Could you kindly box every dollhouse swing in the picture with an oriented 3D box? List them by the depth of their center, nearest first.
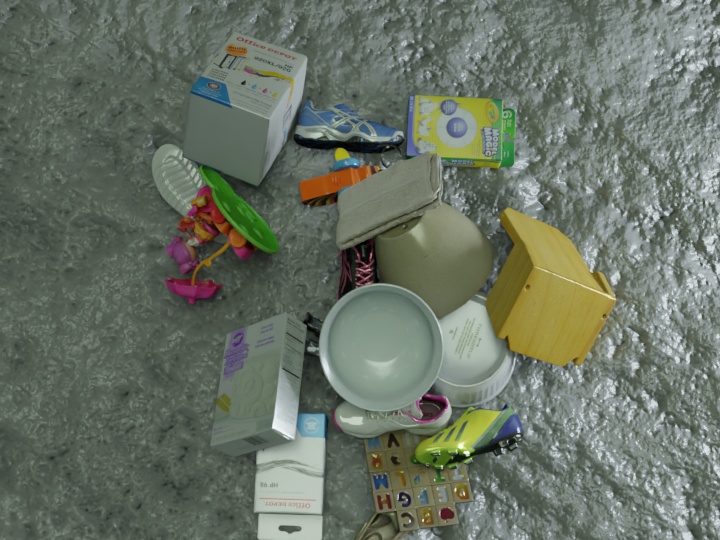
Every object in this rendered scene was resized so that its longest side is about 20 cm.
[{"bbox_3d":[0.290,0.026,1.727,0.197,0.176,0.184,18,106,-33],"label":"dollhouse swing"}]

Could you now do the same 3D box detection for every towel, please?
[{"bbox_3d":[0.044,-0.116,1.671,0.197,0.035,0.134,-25,35,21],"label":"towel"}]

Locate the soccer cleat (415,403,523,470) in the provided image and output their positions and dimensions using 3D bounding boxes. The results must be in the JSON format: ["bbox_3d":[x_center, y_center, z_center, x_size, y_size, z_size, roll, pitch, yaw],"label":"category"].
[{"bbox_3d":[0.172,0.268,1.688,0.196,0.065,0.085,-10,58,-21],"label":"soccer cleat"}]

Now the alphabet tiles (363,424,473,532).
[{"bbox_3d":[0.092,0.320,1.679,0.163,0.006,0.203,-3,59,-14],"label":"alphabet tiles"}]

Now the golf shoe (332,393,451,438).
[{"bbox_3d":[0.054,0.225,1.671,0.195,0.092,0.077,-2,67,-11],"label":"golf shoe"}]

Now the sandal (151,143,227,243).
[{"bbox_3d":[-0.293,-0.129,1.813,0.082,0.050,0.204,-38,92,2],"label":"sandal"}]

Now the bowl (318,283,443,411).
[{"bbox_3d":[0.033,0.113,1.645,0.196,0.090,0.206,0,100,1],"label":"bowl"}]

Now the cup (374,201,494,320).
[{"bbox_3d":[0.100,-0.039,1.687,0.200,0.199,0.144,-46,124,-10],"label":"cup"}]

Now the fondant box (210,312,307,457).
[{"bbox_3d":[-0.163,0.184,1.663,0.143,0.058,0.203,-20,50,35],"label":"fondant box"}]

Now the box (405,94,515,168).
[{"bbox_3d":[0.180,-0.246,1.840,0.195,0.048,0.120,3,76,-1],"label":"box"}]

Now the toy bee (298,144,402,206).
[{"bbox_3d":[-0.002,-0.145,1.799,0.196,0.108,0.134,6,83,28],"label":"toy bee"}]

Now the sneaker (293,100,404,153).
[{"bbox_3d":[-0.019,-0.255,1.826,0.195,0.076,0.079,7,80,1],"label":"sneaker"}]

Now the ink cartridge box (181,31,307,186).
[{"bbox_3d":[-0.194,-0.279,1.759,0.145,0.146,0.202,19,44,4],"label":"ink cartridge box"}]

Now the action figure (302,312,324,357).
[{"bbox_3d":[-0.015,0.144,1.733,0.197,0.070,0.132,23,72,3],"label":"action figure"}]

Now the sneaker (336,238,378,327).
[{"bbox_3d":[0.000,0.000,1.730,0.077,0.096,0.203,0,59,-11],"label":"sneaker"}]

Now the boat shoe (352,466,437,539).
[{"bbox_3d":[0.058,0.395,1.669,0.072,0.065,0.200,43,79,10],"label":"boat shoe"}]

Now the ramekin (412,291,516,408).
[{"bbox_3d":[0.167,0.122,1.723,0.198,0.094,0.207,0,76,1],"label":"ramekin"}]

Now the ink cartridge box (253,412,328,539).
[{"bbox_3d":[-0.113,0.336,1.684,0.113,0.067,0.205,1,76,1],"label":"ink cartridge box"}]

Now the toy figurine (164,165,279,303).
[{"bbox_3d":[-0.265,-0.042,1.744,0.184,0.150,0.201,-44,73,12],"label":"toy figurine"}]
